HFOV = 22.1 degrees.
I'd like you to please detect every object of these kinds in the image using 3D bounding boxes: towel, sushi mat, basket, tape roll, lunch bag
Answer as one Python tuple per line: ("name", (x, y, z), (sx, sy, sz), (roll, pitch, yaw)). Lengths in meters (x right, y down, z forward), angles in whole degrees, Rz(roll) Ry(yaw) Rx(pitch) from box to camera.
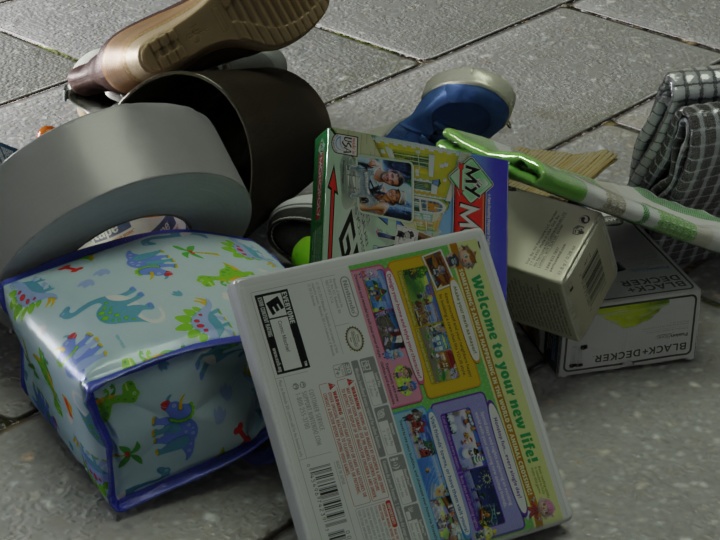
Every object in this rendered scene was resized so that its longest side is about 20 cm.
("towel", (0.171, -0.060, 1.341), (0.199, 0.031, 0.149), (17, 4, -32))
("sushi mat", (0.143, -0.077, 1.511), (0.095, 0.012, 0.200), (2, 16, 21))
("basket", (-0.111, -0.096, 1.511), (0.136, 0.181, 0.200), (29, 25, 12))
("tape roll", (-0.182, -0.035, 1.329), (0.200, 0.200, 0.066), (-15, 64, -30))
("lunch bag", (-0.119, 0.052, 1.252), (0.199, 0.128, 0.170), (-24, 36, -22))
("towel", (0.301, -0.080, 1.473), (0.165, 0.200, 0.086), (-11, 56, -16))

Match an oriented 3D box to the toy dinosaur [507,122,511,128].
("toy dinosaur", (0.079, -0.103, 1.601), (0.058, 0.101, 0.200), (33, 32, -6))

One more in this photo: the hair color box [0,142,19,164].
("hair color box", (-0.293, -0.046, 1.346), (0.200, 0.100, 0.061), (23, 39, -61))

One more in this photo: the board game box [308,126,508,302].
("board game box", (0.031, 0.013, 1.215), (0.134, 0.201, 0.029), (8, -19, -20))

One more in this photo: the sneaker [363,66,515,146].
("sneaker", (0.047, -0.081, 1.480), (0.077, 0.200, 0.112), (31, 57, -24))

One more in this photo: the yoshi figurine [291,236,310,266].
("yoshi figurine", (0.003, 0.061, 1.309), (0.112, 0.112, 0.200), (-39, 49, 6))

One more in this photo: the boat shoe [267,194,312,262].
("boat shoe", (0.000, 0.000, 1.431), (0.200, 0.070, 0.066), (26, 34, 25))

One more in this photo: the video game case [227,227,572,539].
("video game case", (0.026, 0.085, 1.164), (0.181, 0.201, 0.022), (-12, -11, -25))

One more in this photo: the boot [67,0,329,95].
("boot", (-0.140, -0.202, 1.560), (0.199, 0.073, 0.166), (-25, 11, -25))

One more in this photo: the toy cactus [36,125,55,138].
("toy cactus", (-0.282, -0.082, 1.549), (0.199, 0.103, 0.165), (-2, 17, 10))

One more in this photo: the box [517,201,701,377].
("box", (0.171, 0.002, 1.437), (0.116, 0.060, 0.200), (-6, 29, -14))

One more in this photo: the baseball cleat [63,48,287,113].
("baseball cleat", (-0.168, -0.163, 1.661), (0.199, 0.070, 0.107), (-4, 29, 10))

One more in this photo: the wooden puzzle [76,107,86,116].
("wooden puzzle", (-0.160, -0.138, 1.706), (0.184, 0.037, 0.200), (-5, 29, -15))

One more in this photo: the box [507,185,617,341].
("box", (0.080, -0.021, 1.332), (0.199, 0.082, 0.069), (19, 64, 27))
